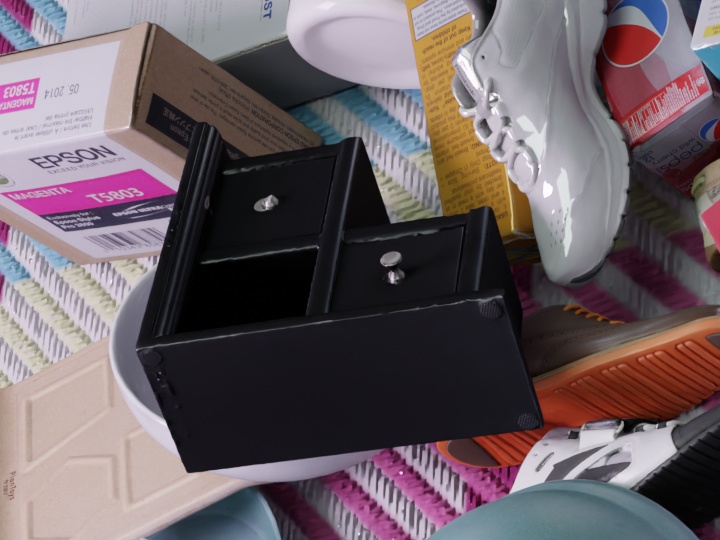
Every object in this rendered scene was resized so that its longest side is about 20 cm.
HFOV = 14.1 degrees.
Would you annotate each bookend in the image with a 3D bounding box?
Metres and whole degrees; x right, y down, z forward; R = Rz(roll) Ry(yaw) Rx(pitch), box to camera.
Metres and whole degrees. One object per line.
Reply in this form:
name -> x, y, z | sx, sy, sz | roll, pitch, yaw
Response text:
bookend -> 0.000, 0.000, 1.575 | 0.199, 0.092, 0.199 | -7, 38, 15

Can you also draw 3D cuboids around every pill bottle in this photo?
pill bottle -> 0.025, -0.221, 1.755 | 0.114, 0.114, 0.201 | -9, 63, 39

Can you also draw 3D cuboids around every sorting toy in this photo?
sorting toy -> -0.139, 0.102, 1.746 | 0.200, 0.037, 0.185 | -24, 38, 12

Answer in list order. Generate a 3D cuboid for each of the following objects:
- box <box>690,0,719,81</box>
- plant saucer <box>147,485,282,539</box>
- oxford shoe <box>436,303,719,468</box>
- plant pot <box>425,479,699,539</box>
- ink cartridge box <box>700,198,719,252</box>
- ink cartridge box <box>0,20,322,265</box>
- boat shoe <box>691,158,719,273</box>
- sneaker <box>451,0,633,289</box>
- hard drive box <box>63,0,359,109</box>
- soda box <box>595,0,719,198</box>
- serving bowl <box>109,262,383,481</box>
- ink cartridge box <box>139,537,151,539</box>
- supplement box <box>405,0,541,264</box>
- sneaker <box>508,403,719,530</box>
box -> 0.241, -0.190, 1.562 | 0.082, 0.049, 0.200 | -12, 48, 40
plant saucer -> -0.110, 0.210, 1.708 | 0.200, 0.036, 0.201 | -21, 55, 33
oxford shoe -> 0.122, 0.044, 1.565 | 0.200, 0.071, 0.073 | -19, 52, 34
plant pot -> 0.075, 0.208, 1.426 | 0.200, 0.134, 0.201 | 1, 92, 36
ink cartridge box -> 0.289, -0.033, 1.398 | 0.200, 0.147, 0.083 | -40, 49, 20
ink cartridge box -> -0.152, -0.073, 1.801 | 0.200, 0.165, 0.075 | -7, 64, 40
boat shoe -> 0.253, -0.072, 1.504 | 0.200, 0.073, 0.063 | -34, 52, 25
sneaker -> 0.091, -0.084, 1.567 | 0.075, 0.087, 0.201 | 137, 129, -57
hard drive box -> -0.092, -0.175, 1.864 | 0.200, 0.077, 0.156 | -15, 59, 36
soda box -> 0.163, -0.142, 1.622 | 0.063, 0.070, 0.200 | -34, 50, 25
serving bowl -> -0.041, 0.054, 1.666 | 0.199, 0.066, 0.200 | -5, 40, 4
ink cartridge box -> -0.069, 0.263, 1.596 | 0.200, 0.044, 0.174 | 20, 81, 26
supplement box -> 0.075, -0.105, 1.640 | 0.069, 0.066, 0.201 | -26, 69, 47
sneaker -> 0.133, 0.104, 1.519 | 0.200, 0.074, 0.089 | -36, 51, 22
